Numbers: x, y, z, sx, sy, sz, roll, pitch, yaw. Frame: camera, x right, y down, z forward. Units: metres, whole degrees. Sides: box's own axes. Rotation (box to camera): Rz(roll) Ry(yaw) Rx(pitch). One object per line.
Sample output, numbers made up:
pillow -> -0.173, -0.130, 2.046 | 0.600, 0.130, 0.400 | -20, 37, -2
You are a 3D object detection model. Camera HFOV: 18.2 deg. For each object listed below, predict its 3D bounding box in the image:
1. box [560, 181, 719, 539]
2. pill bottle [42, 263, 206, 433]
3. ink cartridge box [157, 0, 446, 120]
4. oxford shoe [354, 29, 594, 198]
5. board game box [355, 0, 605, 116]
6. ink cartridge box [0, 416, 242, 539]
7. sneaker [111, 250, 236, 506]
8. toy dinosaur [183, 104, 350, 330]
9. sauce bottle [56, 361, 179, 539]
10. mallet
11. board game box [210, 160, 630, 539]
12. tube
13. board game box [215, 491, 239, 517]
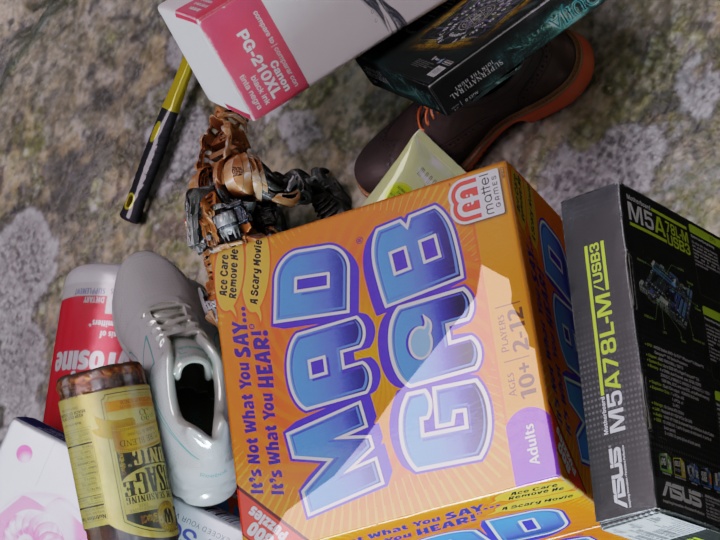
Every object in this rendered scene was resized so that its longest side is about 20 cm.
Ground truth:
box -> 0.194, 0.068, 1.294 | 0.047, 0.200, 0.194 | -22, 63, 32
pill bottle -> -0.176, 0.104, 1.656 | 0.112, 0.112, 0.201 | -4, 73, 39
ink cartridge box -> -0.025, -0.195, 1.556 | 0.200, 0.084, 0.145 | -32, 17, -8
oxford shoe -> 0.062, -0.116, 1.553 | 0.200, 0.072, 0.071 | -34, 56, 27
board game box -> 0.078, -0.162, 1.488 | 0.135, 0.028, 0.200 | -36, 17, -4
ink cartridge box -> -0.193, 0.231, 1.565 | 0.196, 0.043, 0.201 | 23, 91, 17
sneaker -> -0.122, 0.060, 1.555 | 0.080, 0.070, 0.201 | 101, 152, -54
toy dinosaur -> -0.076, -0.048, 1.605 | 0.102, 0.136, 0.201 | 4, 78, 42
sauce bottle -> -0.155, 0.163, 1.506 | 0.066, 0.066, 0.201 | -16, 85, 36
mallet -> -0.153, -0.137, 1.771 | 0.066, 0.041, 0.200 | 35, 103, 40
board game box -> 0.048, 0.084, 1.383 | 0.199, 0.200, 0.200 | -17, 65, 18
tube -> 0.000, 0.000, 1.545 | 0.200, 0.058, 0.052 | -47, 57, 2
board game box -> -0.049, 0.181, 1.566 | 0.152, 0.045, 0.201 | 25, 91, 42
